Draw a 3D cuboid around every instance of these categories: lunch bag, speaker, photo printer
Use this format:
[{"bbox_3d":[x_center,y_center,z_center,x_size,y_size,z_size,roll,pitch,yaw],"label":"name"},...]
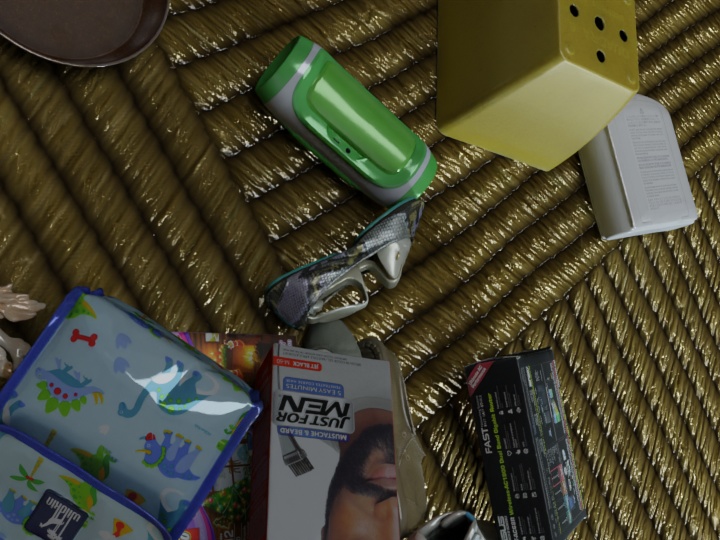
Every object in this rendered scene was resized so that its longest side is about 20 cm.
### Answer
[{"bbox_3d":[-0.196,0.138,0.628,0.170,0.127,0.201,34,85,-5],"label":"lunch bag"},{"bbox_3d":[-0.013,-0.151,0.866,0.200,0.088,0.089,39,59,-21],"label":"speaker"},{"bbox_3d":[0.381,-0.150,1.147,0.166,0.069,0.202,-9,83,-36],"label":"photo printer"}]

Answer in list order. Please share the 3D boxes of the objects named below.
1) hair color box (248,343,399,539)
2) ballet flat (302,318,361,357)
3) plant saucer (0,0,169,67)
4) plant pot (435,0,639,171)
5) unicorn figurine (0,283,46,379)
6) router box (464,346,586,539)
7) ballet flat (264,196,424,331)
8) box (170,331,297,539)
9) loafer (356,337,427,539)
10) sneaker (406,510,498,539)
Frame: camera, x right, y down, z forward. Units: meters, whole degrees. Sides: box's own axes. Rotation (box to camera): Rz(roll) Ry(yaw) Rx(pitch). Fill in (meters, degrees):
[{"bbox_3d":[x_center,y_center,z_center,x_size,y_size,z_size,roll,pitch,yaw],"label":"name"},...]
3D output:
[{"bbox_3d":[-0.030,0.167,0.673,0.110,0.064,0.201,11,54,-18],"label":"hair color box"},{"bbox_3d":[-0.029,0.136,0.777,0.064,0.067,0.202,32,49,-64],"label":"ballet flat"},{"bbox_3d":[-0.273,-0.273,0.746,0.199,0.034,0.202,10,72,-33],"label":"plant saucer"},{"bbox_3d":[0.225,-0.264,1.003,0.199,0.176,0.202,13,70,-32],"label":"plant pot"},{"bbox_3d":[-0.338,0.074,0.599,0.137,0.074,0.200,38,45,-8],"label":"unicorn figurine"},{"bbox_3d":[0.182,0.188,0.891,0.150,0.062,0.202,5,74,-62],"label":"router box"},{"bbox_3d":[0.000,0.000,0.828,0.200,0.072,0.072,-33,97,-21],"label":"ballet flat"},{"bbox_3d":[-0.120,0.158,0.740,0.136,0.039,0.202,4,76,-33],"label":"box"},{"bbox_3d":[0.021,0.168,0.818,0.067,0.076,0.202,18,63,-53],"label":"loafer"},{"bbox_3d":[0.100,0.271,0.804,0.075,0.087,0.199,40,21,30],"label":"sneaker"}]
